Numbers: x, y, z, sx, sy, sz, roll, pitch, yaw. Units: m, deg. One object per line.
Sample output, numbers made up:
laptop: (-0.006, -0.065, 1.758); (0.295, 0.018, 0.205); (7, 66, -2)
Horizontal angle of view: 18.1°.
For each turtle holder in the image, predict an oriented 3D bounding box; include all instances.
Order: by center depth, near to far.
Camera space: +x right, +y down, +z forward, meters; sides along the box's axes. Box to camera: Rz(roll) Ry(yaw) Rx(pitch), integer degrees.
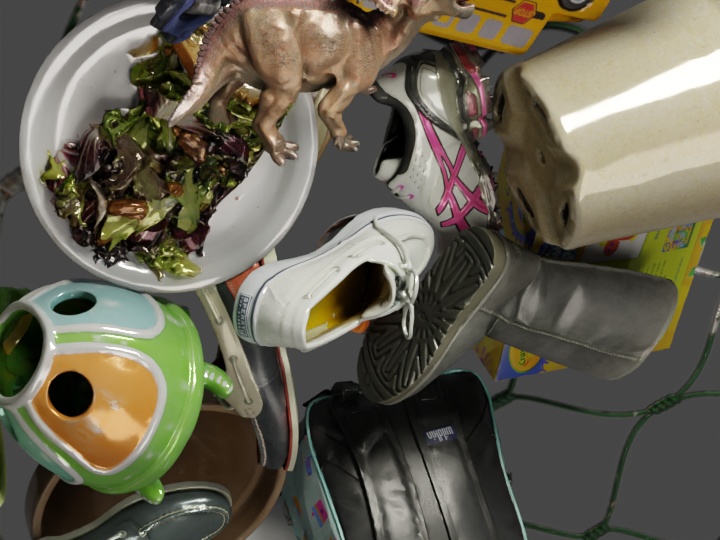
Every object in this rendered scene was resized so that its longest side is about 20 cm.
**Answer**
turtle holder: (-0.185, 0.060, 1.525); (0.131, 0.186, 0.141); (22, 126, -39)

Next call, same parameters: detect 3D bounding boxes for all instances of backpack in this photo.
backpack: (0.035, 0.199, 1.797); (0.175, 0.201, 0.154); (-9, 151, -26)

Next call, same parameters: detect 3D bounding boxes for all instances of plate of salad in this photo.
plate of salad: (-0.123, -0.081, 1.483); (0.199, 0.048, 0.201); (-3, 104, -12)

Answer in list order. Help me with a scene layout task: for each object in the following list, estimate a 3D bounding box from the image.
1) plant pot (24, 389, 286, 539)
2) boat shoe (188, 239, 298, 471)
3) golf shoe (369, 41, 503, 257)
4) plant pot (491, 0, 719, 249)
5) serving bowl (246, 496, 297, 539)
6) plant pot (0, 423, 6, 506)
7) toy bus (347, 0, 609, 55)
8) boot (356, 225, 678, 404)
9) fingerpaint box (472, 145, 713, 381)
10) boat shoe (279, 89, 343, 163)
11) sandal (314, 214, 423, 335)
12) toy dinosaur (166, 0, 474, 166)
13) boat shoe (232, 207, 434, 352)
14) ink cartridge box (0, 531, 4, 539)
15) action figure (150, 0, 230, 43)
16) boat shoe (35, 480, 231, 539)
plant pot: (-0.164, 0.143, 1.704); (0.200, 0.093, 0.202); (-16, 136, -16)
boat shoe: (-0.080, 0.062, 1.592); (0.062, 0.071, 0.201); (-11, 127, -6)
golf shoe: (0.051, -0.075, 1.636); (0.092, 0.073, 0.201); (-17, 128, -9)
plant pot: (0.200, -0.103, 1.588); (0.183, 0.201, 0.201); (-20, 138, -15)
serving bowl: (-0.116, 0.277, 1.887); (0.199, 0.066, 0.201); (-16, 136, -15)
plant pot: (-0.349, 0.082, 1.480); (0.183, 0.201, 0.201); (-15, 138, 0)
toy bus: (0.072, -0.199, 1.524); (0.199, 0.065, 0.078); (9, 126, -36)
boot: (0.119, 0.049, 1.696); (0.199, 0.073, 0.182); (13, 132, -45)
fingerpaint box: (0.180, -0.022, 1.759); (0.166, 0.073, 0.201); (-10, 135, -23)
boat shoe: (-0.079, -0.068, 1.576); (0.072, 0.072, 0.200); (25, 131, -11)
sandal: (-0.004, 0.007, 1.690); (0.079, 0.059, 0.207); (-57, 159, -7)
toy dinosaur: (-0.035, -0.148, 1.404); (0.199, 0.086, 0.136); (-11, 125, -19)
boat shoe: (0.007, 0.010, 1.543); (0.202, 0.086, 0.075); (-21, 121, -51)
ink cartridge box: (-0.314, 0.202, 1.591); (0.115, 0.200, 0.067); (-31, 139, 0)
action figure: (-0.099, -0.234, 1.367); (0.193, 0.105, 0.200); (11, 143, -44)
boat shoe: (-0.180, 0.216, 1.650); (0.199, 0.062, 0.073); (-20, 138, -12)
